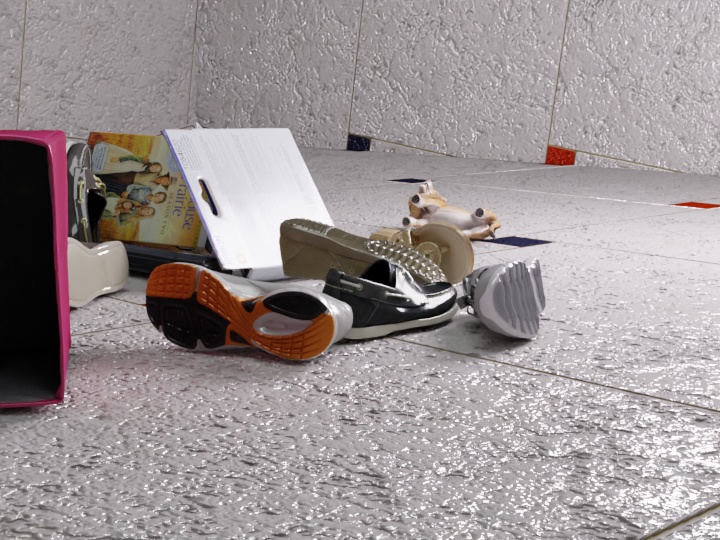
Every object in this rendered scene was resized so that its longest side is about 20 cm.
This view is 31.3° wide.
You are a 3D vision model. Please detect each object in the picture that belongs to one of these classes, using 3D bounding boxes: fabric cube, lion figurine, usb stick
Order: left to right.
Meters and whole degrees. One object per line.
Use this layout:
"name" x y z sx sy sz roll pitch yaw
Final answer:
"fabric cube" -0.327 -0.010 1.003 0.194 0.202 0.199 -2 9 -9
"usb stick" -0.232 -0.009 1.520 0.199 0.033 0.055 8 8 41
"lion figurine" 0.143 -0.076 1.905 0.199 0.073 0.122 25 11 33

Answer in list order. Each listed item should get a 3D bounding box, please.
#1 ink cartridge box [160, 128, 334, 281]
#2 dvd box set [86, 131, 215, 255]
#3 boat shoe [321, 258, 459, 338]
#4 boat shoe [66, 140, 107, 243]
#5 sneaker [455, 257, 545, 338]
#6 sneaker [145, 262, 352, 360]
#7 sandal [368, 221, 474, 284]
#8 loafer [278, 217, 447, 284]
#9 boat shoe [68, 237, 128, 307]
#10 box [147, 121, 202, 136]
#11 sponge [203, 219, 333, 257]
"ink cartridge box" -0.131 -0.080 1.532 0.199 0.201 0.041 -5 -28 -44
"dvd box set" -0.265 -0.098 1.614 0.198 0.148 0.029 6 -17 18
"boat shoe" 0.034 0.023 1.255 0.071 0.068 0.199 6 7 38
"boat shoe" -0.338 -0.078 1.565 0.060 0.072 0.202 -5 52 2
"sneaker" 0.131 0.032 1.251 0.081 0.075 0.200 -11 -1 15
"sneaker" -0.100 0.039 1.164 0.198 0.076 0.092 13 6 22
"sandal" 0.050 -0.009 1.497 0.069 0.078 0.211 -26 14 -24
"loafer" 0.000 0.000 1.402 0.199 0.068 0.076 21 19 17
"boat shoe" -0.310 0.000 1.353 0.059 0.073 0.200 -3 4 14
"box" -0.286 -0.108 1.673 0.198 0.118 0.060 -13 -22 11
"sponge" -0.122 -0.044 1.745 0.111 0.030 0.200 2 10 19
